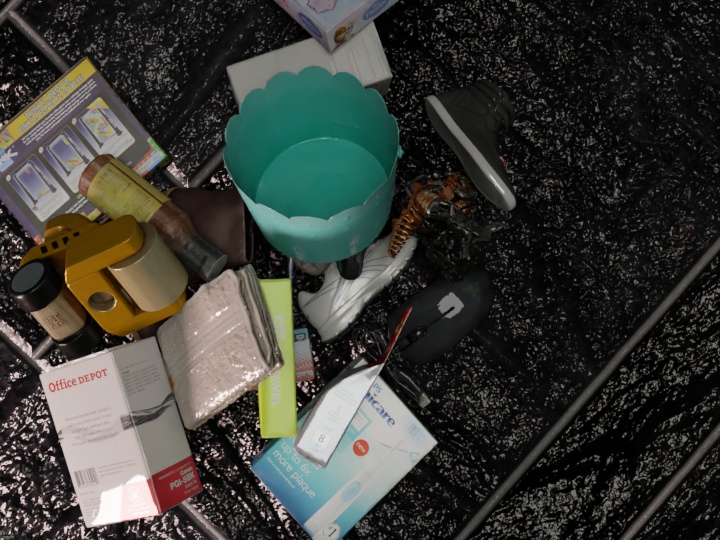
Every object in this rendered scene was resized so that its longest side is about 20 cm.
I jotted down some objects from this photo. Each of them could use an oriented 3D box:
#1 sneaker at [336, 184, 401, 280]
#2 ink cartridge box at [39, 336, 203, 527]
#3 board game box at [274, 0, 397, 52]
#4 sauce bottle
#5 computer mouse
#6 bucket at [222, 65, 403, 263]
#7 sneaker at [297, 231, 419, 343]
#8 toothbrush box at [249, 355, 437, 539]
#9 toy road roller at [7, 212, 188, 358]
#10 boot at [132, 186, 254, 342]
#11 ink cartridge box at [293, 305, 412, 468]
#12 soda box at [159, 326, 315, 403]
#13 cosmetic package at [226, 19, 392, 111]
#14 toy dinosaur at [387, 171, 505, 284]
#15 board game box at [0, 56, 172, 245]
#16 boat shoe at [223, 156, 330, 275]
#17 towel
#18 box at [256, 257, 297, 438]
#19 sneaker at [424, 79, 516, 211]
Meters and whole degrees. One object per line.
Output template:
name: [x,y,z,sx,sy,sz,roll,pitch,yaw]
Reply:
sneaker: [0.014,-0.083,1.237,0.086,0.075,0.204,6,67,-13]
ink cartridge box: [-0.295,0.198,1.193,0.145,0.082,0.204,-17,91,34]
board game box: [-0.027,-0.398,1.219,0.199,0.041,0.200,-38,65,-12]
sauce bottle: [-0.249,-0.060,1.169,0.199,0.066,0.066,39,87,10]
computer mouse: [0.099,0.071,1.272,0.200,0.053,0.139,-42,91,-4]
bucket: [-0.051,-0.118,1.132,0.203,0.135,0.211,-1,65,3]
sneaker: [0.000,0.000,1.258,0.087,0.075,0.200,45,85,4]
toothbrush box: [-0.022,0.231,1.245,0.200,0.085,0.147,-42,91,-5]
toy road roller: [-0.309,-0.008,1.148,0.197,0.147,0.124,-21,134,9]
boot: [-0.212,-0.006,1.211,0.163,0.072,0.204,-2,81,26]
ink cartridge box: [-0.010,0.124,1.128,0.047,0.160,0.202,29,85,1]
soda box: [-0.159,0.121,1.247,0.196,0.064,0.070,-9,89,-5]
cosmetic package: [-0.066,-0.241,1.238,0.197,0.107,0.092,-22,90,-2]
toy dinosaur: [0.095,-0.057,1.222,0.136,0.103,0.199,44,63,11]
board game box: [-0.368,-0.141,1.239,0.199,0.057,0.166,-40,90,-3]
boat shoe: [-0.101,-0.082,1.250,0.074,0.073,0.202,-33,86,-7]
towel: [-0.169,0.091,1.129,0.034,0.199,0.134,-1,62,-45]
box: [-0.100,0.089,1.159,0.047,0.122,0.204,-2,89,-6]
sneaker: [0.169,-0.171,1.241,0.098,0.071,0.202,-27,60,-6]
